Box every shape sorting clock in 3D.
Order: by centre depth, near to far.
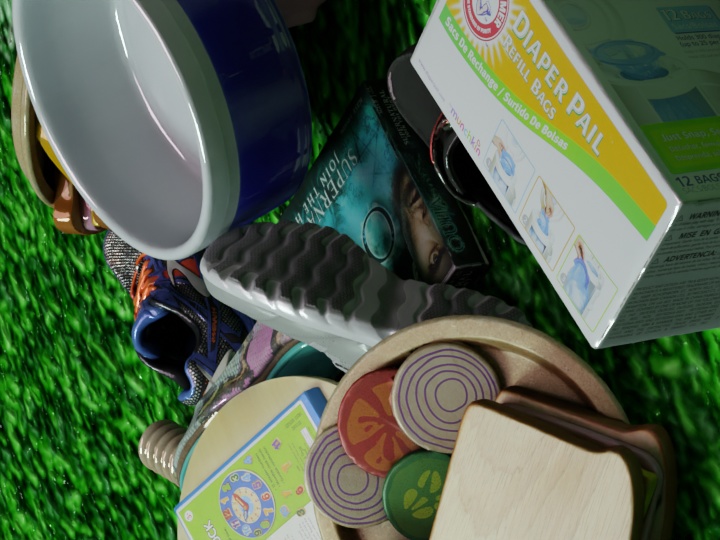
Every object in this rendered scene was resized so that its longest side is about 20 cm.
[{"bbox_3d":[-0.029,0.160,1.484,0.199,0.039,0.201,1,92,36],"label":"shape sorting clock"}]

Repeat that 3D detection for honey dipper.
[{"bbox_3d":[-0.081,0.144,1.694,0.200,0.038,0.038,23,117,52],"label":"honey dipper"}]

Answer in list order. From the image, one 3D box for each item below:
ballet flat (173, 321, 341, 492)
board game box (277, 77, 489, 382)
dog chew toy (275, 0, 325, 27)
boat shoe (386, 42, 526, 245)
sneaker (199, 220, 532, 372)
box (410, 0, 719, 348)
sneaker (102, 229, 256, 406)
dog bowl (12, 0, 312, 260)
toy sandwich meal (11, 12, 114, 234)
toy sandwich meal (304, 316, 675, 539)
[{"bbox_3d":[-0.058,0.065,1.572,0.200,0.069,0.071,-53,35,45],"label":"ballet flat"},{"bbox_3d":[0.000,0.000,1.541,0.136,0.028,0.200,64,144,26],"label":"board game box"},{"bbox_3d":[-0.062,-0.240,1.506,0.124,0.124,0.201,-3,104,57],"label":"dog chew toy"},{"bbox_3d":[0.069,-0.074,1.386,0.201,0.063,0.074,41,133,47],"label":"boat shoe"},{"bbox_3d":[-0.003,0.038,1.449,0.199,0.075,0.082,23,133,17],"label":"sneaker"},{"bbox_3d":[0.126,-0.075,1.249,0.200,0.112,0.102,60,142,32],"label":"box"},{"bbox_3d":[-0.120,0.023,1.688,0.200,0.078,0.076,43,131,44],"label":"sneaker"},{"bbox_3d":[-0.117,-0.112,1.506,0.200,0.079,0.201,38,143,36],"label":"dog bowl"},{"bbox_3d":[-0.161,-0.119,1.674,0.070,0.205,0.206,13,113,15],"label":"toy sandwich meal"},{"bbox_3d":[0.061,0.122,1.352,0.204,0.070,0.206,3,98,19],"label":"toy sandwich meal"}]
